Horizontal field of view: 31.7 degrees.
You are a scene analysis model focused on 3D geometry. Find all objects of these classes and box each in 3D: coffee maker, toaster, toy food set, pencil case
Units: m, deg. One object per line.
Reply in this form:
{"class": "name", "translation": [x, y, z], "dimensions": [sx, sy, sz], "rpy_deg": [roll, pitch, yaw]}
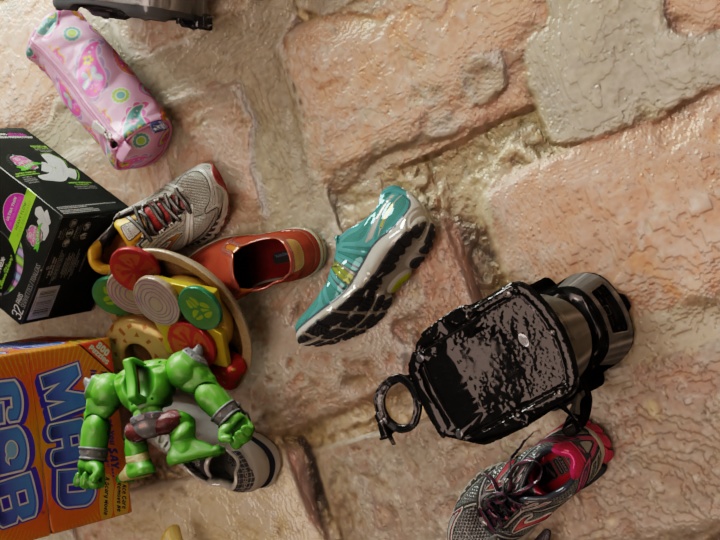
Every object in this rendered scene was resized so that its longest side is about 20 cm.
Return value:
{"class": "coffee maker", "translation": [0.134, 0.075, 1.153], "dimensions": [0.190, 0.199, 0.137], "rpy_deg": [-6, 91, 27]}
{"class": "toaster", "translation": [-0.239, -0.335, 1.368], "dimensions": [0.198, 0.113, 0.131], "rpy_deg": [13, 100, 30]}
{"class": "toy food set", "translation": [-0.208, 0.060, 1.395], "dimensions": [0.198, 0.049, 0.200], "rpy_deg": [11, 127, 26]}
{"class": "pencil case", "translation": [-0.296, -0.203, 1.433], "dimensions": [0.088, 0.087, 0.201], "rpy_deg": [-47, 72, 26]}

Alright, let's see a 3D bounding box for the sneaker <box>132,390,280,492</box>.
{"class": "sneaker", "translation": [-0.187, 0.191, 1.421], "dimensions": [0.198, 0.080, 0.077], "rpy_deg": [18, 106, 28]}

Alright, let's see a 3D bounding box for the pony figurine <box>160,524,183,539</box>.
{"class": "pony figurine", "translation": [-0.182, 0.417, 1.420], "dimensions": [0.200, 0.166, 0.194], "rpy_deg": [40, 106, 36]}

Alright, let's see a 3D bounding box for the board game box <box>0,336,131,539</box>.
{"class": "board game box", "translation": [-0.402, 0.190, 1.439], "dimensions": [0.199, 0.198, 0.203], "rpy_deg": [-3, 95, 54]}

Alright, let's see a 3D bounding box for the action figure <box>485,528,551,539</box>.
{"class": "action figure", "translation": [0.159, 0.358, 1.246], "dimensions": [0.198, 0.105, 0.195], "rpy_deg": [22, 125, -9]}

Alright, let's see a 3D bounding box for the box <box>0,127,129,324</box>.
{"class": "box", "translation": [-0.398, -0.057, 1.485], "dimensions": [0.199, 0.124, 0.150], "rpy_deg": [35, 111, 22]}

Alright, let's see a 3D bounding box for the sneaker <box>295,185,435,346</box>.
{"class": "sneaker", "translation": [0.000, 0.000, 1.307], "dimensions": [0.200, 0.077, 0.080], "rpy_deg": [-50, 53, 20]}

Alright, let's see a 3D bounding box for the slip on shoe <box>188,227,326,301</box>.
{"class": "slip on shoe", "translation": [-0.131, -0.003, 1.376], "dimensions": [0.198, 0.061, 0.075], "rpy_deg": [-13, 91, 32]}

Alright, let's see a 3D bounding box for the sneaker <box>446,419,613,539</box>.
{"class": "sneaker", "translation": [0.152, 0.215, 1.232], "dimensions": [0.200, 0.074, 0.081], "rpy_deg": [-46, 74, 26]}

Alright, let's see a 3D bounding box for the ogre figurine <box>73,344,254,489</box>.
{"class": "ogre figurine", "translation": [-0.218, 0.153, 1.350], "dimensions": [0.198, 0.098, 0.121], "rpy_deg": [-20, 78, 29]}

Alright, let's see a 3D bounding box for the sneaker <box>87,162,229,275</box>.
{"class": "sneaker", "translation": [-0.224, -0.048, 1.411], "dimensions": [0.199, 0.082, 0.078], "rpy_deg": [-37, 77, 27]}
